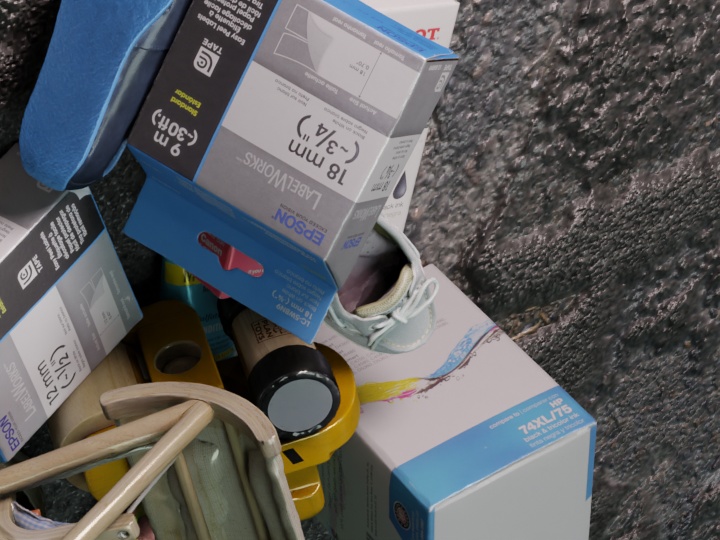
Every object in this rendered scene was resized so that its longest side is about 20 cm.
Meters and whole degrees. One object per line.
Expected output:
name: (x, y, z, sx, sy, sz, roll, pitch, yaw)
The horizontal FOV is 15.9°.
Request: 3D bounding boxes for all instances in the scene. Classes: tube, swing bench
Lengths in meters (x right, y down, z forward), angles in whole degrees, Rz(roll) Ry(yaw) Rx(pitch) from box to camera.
tube: (-0.109, 0.030, 1.737, 0.077, 0.050, 0.200, -20, 130, -39)
swing bench: (-0.135, 0.191, 1.567, 0.200, 0.130, 0.199, -31, 129, -23)

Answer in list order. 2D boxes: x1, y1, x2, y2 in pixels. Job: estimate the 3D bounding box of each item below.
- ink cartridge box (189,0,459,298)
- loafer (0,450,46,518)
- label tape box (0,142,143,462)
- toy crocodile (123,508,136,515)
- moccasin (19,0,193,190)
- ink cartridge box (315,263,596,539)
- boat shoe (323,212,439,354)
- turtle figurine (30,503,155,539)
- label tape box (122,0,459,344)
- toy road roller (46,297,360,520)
ink cartridge box: (-0.035, -0.095, 1.634, 0.145, 0.084, 0.200, -10, 126, -37)
loafer: (-0.266, 0.132, 1.668, 0.076, 0.068, 0.200, -49, 142, 8)
label tape box: (-0.233, 0.042, 1.572, 0.200, 0.066, 0.143, -50, 147, -26)
toy crocodile: (-0.157, 0.190, 1.819, 0.062, 0.068, 0.200, 40, 108, -8)
moccasin: (-0.142, -0.143, 1.514, 0.200, 0.080, 0.068, -59, 161, 6)
ink cartridge box: (0.049, 0.127, 1.835, 0.146, 0.200, 0.147, -25, 139, -24)
boat shoe: (0.001, -0.002, 1.624, 0.074, 0.065, 0.202, -41, 140, -9)
turtle figurine: (-0.200, 0.198, 1.651, 0.161, 0.064, 0.200, -19, 143, -32)
label tape box: (-0.054, -0.071, 1.504, 0.200, 0.144, 0.063, -63, 166, 15)
toy road roller: (-0.098, 0.103, 1.684, 0.200, 0.123, 0.146, -17, 129, -6)
